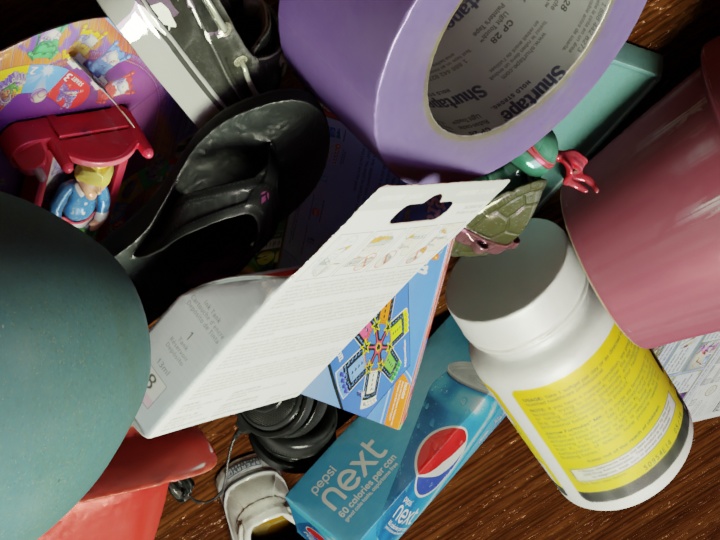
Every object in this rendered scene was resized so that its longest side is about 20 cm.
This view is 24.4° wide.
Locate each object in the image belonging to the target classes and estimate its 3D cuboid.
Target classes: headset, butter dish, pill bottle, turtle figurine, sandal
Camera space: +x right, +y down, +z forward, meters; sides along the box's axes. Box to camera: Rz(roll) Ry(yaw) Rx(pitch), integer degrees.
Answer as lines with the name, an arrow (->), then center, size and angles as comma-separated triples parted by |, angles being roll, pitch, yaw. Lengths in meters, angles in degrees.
headset -> -0.062, 0.090, 1.191 | 0.200, 0.094, 0.124 | -39, 154, -12
butter dish -> -0.205, 0.136, 0.981 | 0.198, 0.200, 0.149 | -9, 115, -27
pill bottle -> 0.146, 0.066, 1.167 | 0.114, 0.115, 0.200 | -31, 124, 7
turtle figurine -> 0.060, -0.052, 1.031 | 0.149, 0.101, 0.200 | 5, 139, -47
sandal -> -0.086, -0.016, 0.889 | 0.200, 0.048, 0.075 | -42, 133, 21

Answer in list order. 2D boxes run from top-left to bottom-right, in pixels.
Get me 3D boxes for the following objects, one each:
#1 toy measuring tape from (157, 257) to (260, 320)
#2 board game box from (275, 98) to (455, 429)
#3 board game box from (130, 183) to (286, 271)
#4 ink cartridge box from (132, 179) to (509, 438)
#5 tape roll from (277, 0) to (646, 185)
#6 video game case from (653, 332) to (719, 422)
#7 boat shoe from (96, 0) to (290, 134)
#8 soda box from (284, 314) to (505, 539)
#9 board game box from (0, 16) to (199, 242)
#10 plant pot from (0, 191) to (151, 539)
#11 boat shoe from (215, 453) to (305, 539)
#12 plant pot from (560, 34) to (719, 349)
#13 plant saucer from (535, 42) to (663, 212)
toy measuring tape -> -0.083, 0.017, 1.017 | 0.073, 0.074, 0.200 | -31, 153, 6
board game box -> 0.000, 0.000, 1.013 | 0.019, 0.102, 0.201 | -57, 165, -55
board game box -> -0.102, -0.028, 1.017 | 0.198, 0.024, 0.105 | -10, 142, -25
ink cartridge box -> -0.028, 0.005, 0.921 | 0.200, 0.057, 0.162 | -50, 161, 23
tape roll -> 0.060, -0.148, 0.865 | 0.199, 0.085, 0.201 | -32, 150, -21
video game case -> 0.276, 0.063, 1.407 | 0.180, 0.046, 0.201 | -10, 144, -28
boat shoe -> -0.068, -0.111, 0.881 | 0.063, 0.071, 0.200 | -31, 146, 8
soda box -> 0.037, 0.126, 1.225 | 0.200, 0.068, 0.064 | -47, 154, -20
board game box -> -0.154, -0.042, 0.882 | 0.158, 0.039, 0.200 | -39, 150, 3
plant pot -> -0.182, 0.044, 0.814 | 0.134, 0.201, 0.201 | -14, 148, -42
boat shoe -> -0.067, 0.222, 1.354 | 0.070, 0.070, 0.201 | -23, 147, -7
plant pot -> 0.239, -0.044, 1.100 | 0.178, 0.202, 0.200 | -28, 150, 22
plant saucer -> 0.123, -0.076, 1.123 | 0.069, 0.019, 0.200 | 9, 134, -43
